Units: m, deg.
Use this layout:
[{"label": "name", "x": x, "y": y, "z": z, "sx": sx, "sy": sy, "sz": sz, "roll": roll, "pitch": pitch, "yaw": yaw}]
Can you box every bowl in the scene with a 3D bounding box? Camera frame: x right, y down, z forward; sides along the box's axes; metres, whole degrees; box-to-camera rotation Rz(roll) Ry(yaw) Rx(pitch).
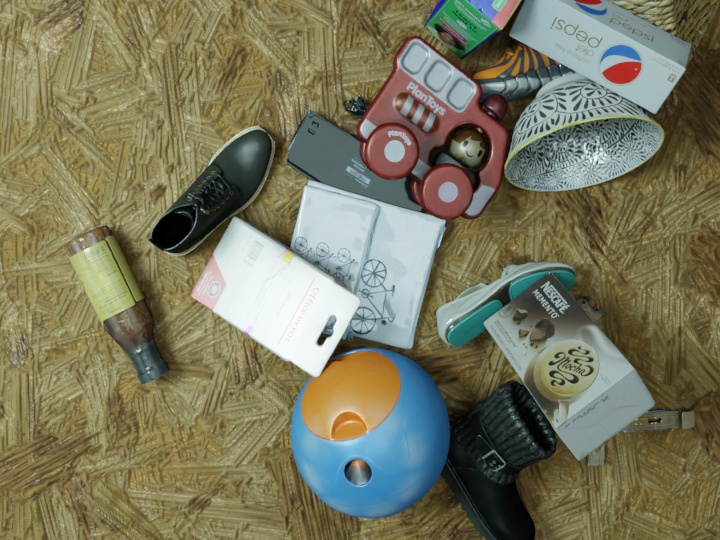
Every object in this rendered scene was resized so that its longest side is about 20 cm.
[{"label": "bowl", "x": 0.270, "y": -0.184, "z": 1.061, "sx": 0.196, "sy": 0.201, "sz": 0.096, "roll": -6, "pitch": 71, "yaw": -4}]

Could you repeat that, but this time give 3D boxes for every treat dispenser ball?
[{"label": "treat dispenser ball", "x": 0.012, "y": 0.199, "z": 1.037, "sx": 0.196, "sy": 0.201, "sz": 0.206, "roll": 0, "pitch": 93, "yaw": -5}]

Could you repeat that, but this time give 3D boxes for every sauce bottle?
[{"label": "sauce bottle", "x": -0.305, "y": 0.046, "z": 1.069, "sx": 0.065, "sy": 0.066, "sz": 0.203, "roll": -24, "pitch": 94, "yaw": -3}]

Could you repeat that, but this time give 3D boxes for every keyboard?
[{"label": "keyboard", "x": 0.009, "y": -0.147, "z": 1.108, "sx": 0.198, "sy": 0.021, "sz": 0.129, "roll": 31, "pitch": 96, "yaw": -7}]

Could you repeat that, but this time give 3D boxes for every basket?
[{"label": "basket", "x": 0.356, "y": -0.354, "z": 1.063, "sx": 0.202, "sy": 0.141, "sz": 0.150, "roll": -56, "pitch": 138, "yaw": -27}]

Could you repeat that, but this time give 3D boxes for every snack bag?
[{"label": "snack bag", "x": 0.000, "y": 0.000, "z": 1.107, "sx": 0.196, "sy": 0.021, "sz": 0.193, "roll": 15, "pitch": 96, "yaw": -4}]

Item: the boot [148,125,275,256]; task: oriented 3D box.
[{"label": "boot", "x": -0.177, "y": -0.095, "z": 1.035, "sx": 0.077, "sy": 0.138, "sz": 0.201, "roll": 37, "pitch": 89, "yaw": -5}]

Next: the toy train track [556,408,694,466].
[{"label": "toy train track", "x": 0.366, "y": 0.210, "z": 1.151, "sx": 0.195, "sy": 0.033, "sz": 0.118, "roll": -3, "pitch": 94, "yaw": -6}]

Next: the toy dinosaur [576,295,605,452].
[{"label": "toy dinosaur", "x": 0.281, "y": 0.141, "z": 1.084, "sx": 0.134, "sy": 0.087, "sz": 0.200, "roll": 34, "pitch": 46, "yaw": 8}]

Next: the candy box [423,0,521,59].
[{"label": "candy box", "x": 0.165, "y": -0.362, "z": 1.017, "sx": 0.076, "sy": 0.200, "sz": 0.171, "roll": 34, "pitch": 90, "yaw": -6}]

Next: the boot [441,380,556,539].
[{"label": "boot", "x": 0.197, "y": 0.260, "z": 1.082, "sx": 0.157, "sy": 0.079, "sz": 0.212, "roll": -36, "pitch": 96, "yaw": 30}]

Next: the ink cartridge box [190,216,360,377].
[{"label": "ink cartridge box", "x": -0.098, "y": 0.035, "z": 1.054, "sx": 0.198, "sy": 0.067, "sz": 0.118, "roll": 32, "pitch": 91, "yaw": 16}]

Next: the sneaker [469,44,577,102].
[{"label": "sneaker", "x": 0.218, "y": -0.288, "z": 1.097, "sx": 0.196, "sy": 0.077, "sz": 0.115, "roll": -13, "pitch": 89, "yaw": -13}]

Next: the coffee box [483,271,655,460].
[{"label": "coffee box", "x": 0.247, "y": 0.110, "z": 1.021, "sx": 0.112, "sy": 0.201, "sz": 0.080, "roll": -37, "pitch": 127, "yaw": 7}]

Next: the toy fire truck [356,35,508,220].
[{"label": "toy fire truck", "x": 0.098, "y": -0.167, "z": 1.041, "sx": 0.198, "sy": 0.112, "sz": 0.170, "roll": 34, "pitch": 96, "yaw": -8}]

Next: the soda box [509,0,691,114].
[{"label": "soda box", "x": 0.279, "y": -0.268, "z": 0.982, "sx": 0.197, "sy": 0.069, "sz": 0.064, "roll": 30, "pitch": 46, "yaw": 5}]

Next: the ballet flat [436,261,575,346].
[{"label": "ballet flat", "x": 0.185, "y": 0.030, "z": 1.111, "sx": 0.197, "sy": 0.069, "sz": 0.071, "roll": -27, "pitch": 95, "yaw": -4}]
